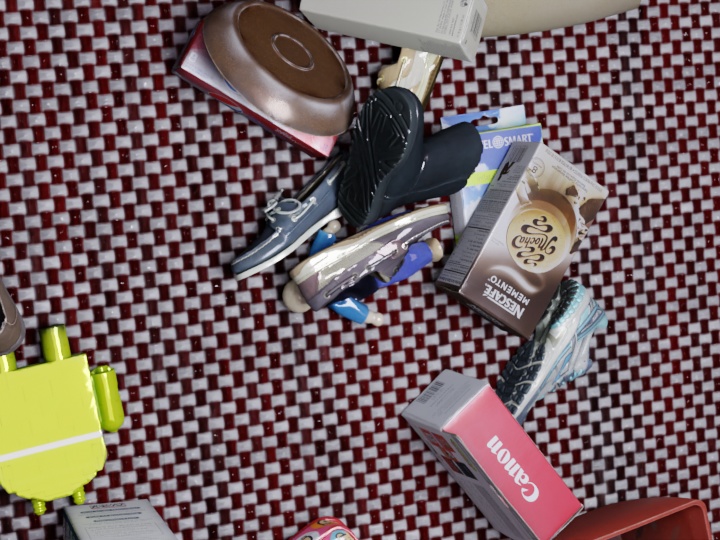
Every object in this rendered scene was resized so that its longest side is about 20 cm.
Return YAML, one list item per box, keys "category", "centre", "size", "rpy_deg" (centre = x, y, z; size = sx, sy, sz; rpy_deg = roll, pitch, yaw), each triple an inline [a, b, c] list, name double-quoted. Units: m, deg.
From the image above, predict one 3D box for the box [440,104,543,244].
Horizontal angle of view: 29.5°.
- category: "box"
  centre: [0.169, -0.094, 1.667]
  size: [0.120, 0.048, 0.203]
  rpy_deg: [-10, 97, -18]

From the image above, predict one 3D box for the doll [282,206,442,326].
- category: "doll"
  centre: [0.000, 0.000, 1.613]
  size: [0.198, 0.048, 0.138]
  rpy_deg: [-23, 97, -16]

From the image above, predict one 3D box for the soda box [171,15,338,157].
- category: "soda box"
  centre: [-0.112, -0.206, 1.557]
  size: [0.198, 0.063, 0.071]
  rpy_deg: [30, 83, -17]

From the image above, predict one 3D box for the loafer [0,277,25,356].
- category: "loafer"
  centre: [-0.419, -0.004, 1.445]
  size: [0.073, 0.071, 0.201]
  rpy_deg: [-36, 89, -14]

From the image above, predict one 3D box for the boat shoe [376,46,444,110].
- category: "boat shoe"
  centre: [0.053, -0.226, 1.614]
  size: [0.066, 0.074, 0.203]
  rpy_deg: [22, 93, 5]

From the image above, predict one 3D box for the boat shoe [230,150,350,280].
- category: "boat shoe"
  centre: [-0.076, -0.063, 1.570]
  size: [0.199, 0.075, 0.062]
  rpy_deg: [-37, 105, -15]

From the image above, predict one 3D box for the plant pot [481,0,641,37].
- category: "plant pot"
  centre: [0.201, -0.359, 1.609]
  size: [0.198, 0.187, 0.190]
  rpy_deg: [-23, 100, -2]

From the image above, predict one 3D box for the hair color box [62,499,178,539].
- category: "hair color box"
  centre: [-0.258, 0.298, 1.460]
  size: [0.098, 0.200, 0.062]
  rpy_deg: [-1, 94, -18]

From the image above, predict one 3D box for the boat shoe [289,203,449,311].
- category: "boat shoe"
  centre: [0.017, -0.016, 1.559]
  size: [0.198, 0.072, 0.066]
  rpy_deg: [-25, 90, -13]

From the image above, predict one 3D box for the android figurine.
- category: "android figurine"
  centre: [-0.350, 0.166, 1.506]
  size: [0.180, 0.041, 0.203]
  rpy_deg: [-14, 95, -19]

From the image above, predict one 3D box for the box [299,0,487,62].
- category: "box"
  centre: [0.038, -0.296, 1.543]
  size: [0.197, 0.082, 0.069]
  rpy_deg: [16, 87, 15]

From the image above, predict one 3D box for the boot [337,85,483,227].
- category: "boot"
  centre: [0.070, -0.144, 1.535]
  size: [0.167, 0.201, 0.077]
  rpy_deg: [-23, 60, -35]

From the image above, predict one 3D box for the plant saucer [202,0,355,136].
- category: "plant saucer"
  centre: [-0.081, -0.232, 1.509]
  size: [0.199, 0.201, 0.032]
  rpy_deg: [30, 124, -18]

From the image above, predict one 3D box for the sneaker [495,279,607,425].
- category: "sneaker"
  centre: [0.243, 0.117, 1.689]
  size: [0.086, 0.077, 0.201]
  rpy_deg: [35, 82, -20]

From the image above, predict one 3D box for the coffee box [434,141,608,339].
- category: "coffee box"
  centre: [0.189, -0.037, 1.610]
  size: [0.112, 0.080, 0.202]
  rpy_deg: [31, 84, -20]

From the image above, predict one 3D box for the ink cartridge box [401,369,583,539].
- category: "ink cartridge box"
  centre: [0.163, 0.227, 1.614]
  size: [0.084, 0.175, 0.201]
  rpy_deg: [-42, 105, -12]

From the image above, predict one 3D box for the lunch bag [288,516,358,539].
- category: "lunch bag"
  centre: [-0.043, 0.412, 1.603]
  size: [0.175, 0.082, 0.201]
  rpy_deg: [-35, 104, -13]

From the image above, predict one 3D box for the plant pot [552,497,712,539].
- category: "plant pot"
  centre: [0.310, 0.386, 1.672]
  size: [0.197, 0.176, 0.203]
  rpy_deg: [-16, 99, -17]
